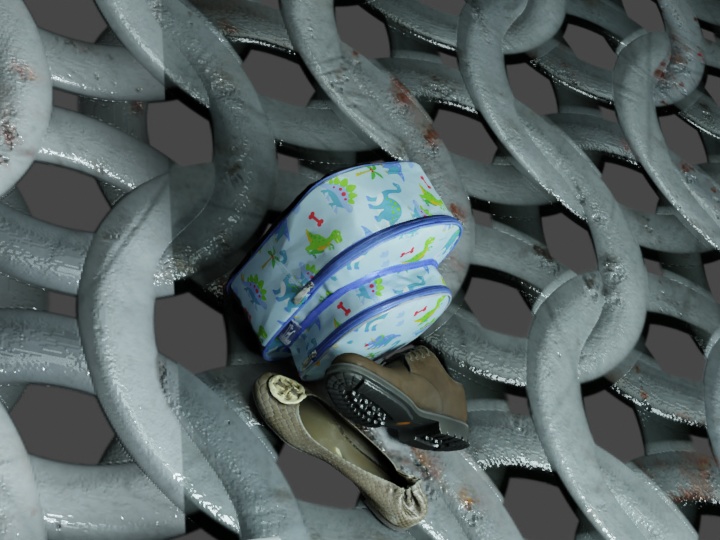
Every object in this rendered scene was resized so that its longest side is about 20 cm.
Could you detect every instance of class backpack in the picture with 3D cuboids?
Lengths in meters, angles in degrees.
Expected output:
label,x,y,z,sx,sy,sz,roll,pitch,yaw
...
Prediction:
label,x,y,z,sx,sy,sz,roll,pitch,yaw
backpack,0.000,0.000,1.443,0.183,0.200,0.147,-13,61,-43

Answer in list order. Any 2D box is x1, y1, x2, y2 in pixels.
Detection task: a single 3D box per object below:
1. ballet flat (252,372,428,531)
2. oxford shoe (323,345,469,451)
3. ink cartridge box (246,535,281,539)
label,x,y,z,sx,sy,sz,roll,pitch,yaw
ballet flat,-0.015,0.160,1.414,0.200,0.046,0.067,43,41,2
oxford shoe,0.032,0.106,1.437,0.200,0.072,0.085,31,56,-50
ink cartridge box,-0.136,0.295,1.180,0.199,0.084,0.146,0,55,-37
